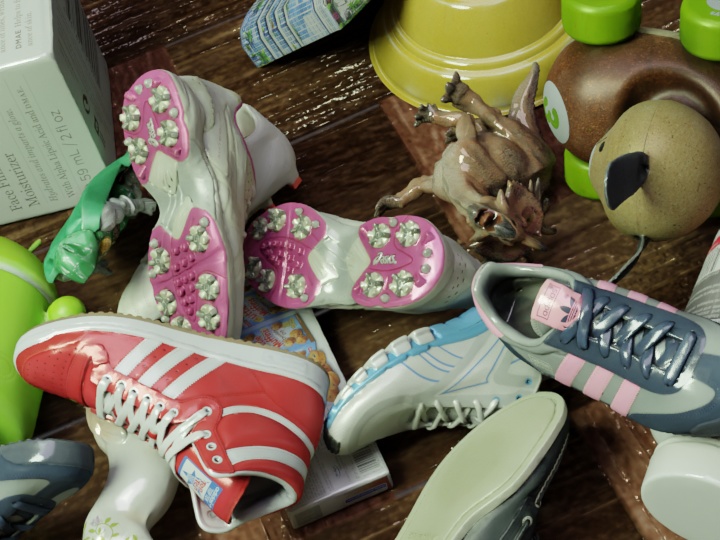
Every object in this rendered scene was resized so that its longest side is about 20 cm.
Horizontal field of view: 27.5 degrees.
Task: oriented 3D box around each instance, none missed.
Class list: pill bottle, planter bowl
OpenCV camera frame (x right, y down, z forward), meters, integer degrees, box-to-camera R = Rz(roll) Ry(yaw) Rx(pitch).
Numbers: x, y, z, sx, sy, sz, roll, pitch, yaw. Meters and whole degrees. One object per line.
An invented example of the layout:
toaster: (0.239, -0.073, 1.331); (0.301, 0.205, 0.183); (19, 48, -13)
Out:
pill bottle: (0.243, 0.068, 0.908); (0.111, 0.111, 0.200); (15, 57, 23)
planter bowl: (0.098, -0.223, 1.186); (0.200, 0.084, 0.201); (-7, 51, 8)

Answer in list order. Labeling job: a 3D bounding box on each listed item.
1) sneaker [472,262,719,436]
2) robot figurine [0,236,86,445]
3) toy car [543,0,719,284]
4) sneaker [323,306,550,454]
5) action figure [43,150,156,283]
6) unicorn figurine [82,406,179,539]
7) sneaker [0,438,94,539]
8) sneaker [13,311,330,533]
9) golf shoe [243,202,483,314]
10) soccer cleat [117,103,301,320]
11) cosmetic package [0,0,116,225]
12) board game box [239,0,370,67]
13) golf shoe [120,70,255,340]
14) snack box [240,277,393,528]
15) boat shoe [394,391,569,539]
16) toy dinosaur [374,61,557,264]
sneaker: (0.143, 0.041, 0.852); (0.200, 0.082, 0.070); (14, 74, 50)
robot figurine: (-0.275, 0.058, 1.023); (0.175, 0.116, 0.200); (-6, 48, 10)
toy car: (0.180, -0.074, 0.977); (0.158, 0.164, 0.200); (11, 44, 20)
sneaker: (0.070, 0.076, 0.958); (0.200, 0.075, 0.087); (-28, 67, -21)
action figure: (-0.184, -0.035, 1.053); (0.055, 0.118, 0.200); (36, 20, -9)
unicorn figurine: (-0.132, 0.136, 0.956); (0.137, 0.074, 0.200); (14, 43, 5)
sneaker: (-0.242, 0.172, 0.934); (0.200, 0.070, 0.082); (-29, 55, 28)
sneaker: (-0.123, 0.095, 0.905); (0.200, 0.071, 0.113); (8, 50, -1)
golf shoe: (0.000, 0.000, 1.015); (0.200, 0.091, 0.075); (10, 85, 45)
soccer cleat: (-0.123, -0.039, 1.085); (0.069, 0.078, 0.200); (-6, 38, 51)
cosmetic package: (-0.314, -0.144, 1.162); (0.200, 0.165, 0.165); (-14, 51, 2)
board game box: (0.004, -0.265, 1.183); (0.200, 0.062, 0.200); (-49, 17, -24)
golf shoe: (-0.101, -0.039, 1.013); (0.075, 0.091, 0.200); (-9, 90, 39)
snack box: (-0.048, 0.080, 1.016); (0.072, 0.024, 0.200); (-22, 51, -6)
boat shoe: (0.073, 0.164, 0.900); (0.074, 0.066, 0.199); (-1, 45, 54)
toy dinosaur: (0.104, -0.070, 1.071); (0.135, 0.086, 0.200); (29, 46, 18)
